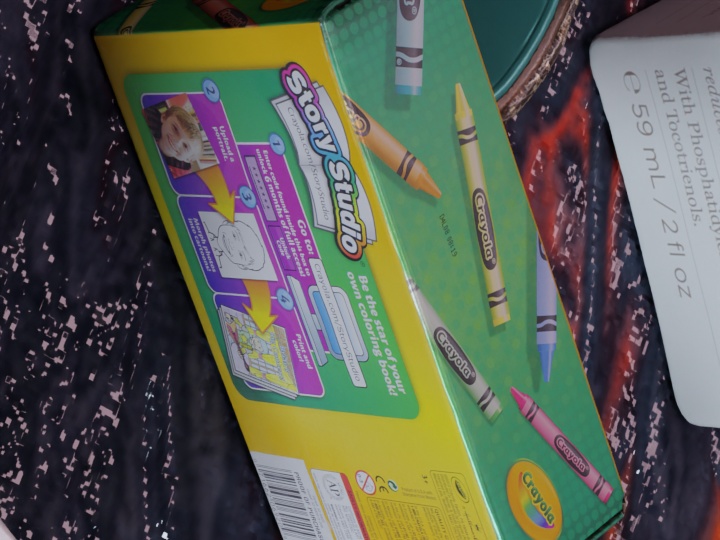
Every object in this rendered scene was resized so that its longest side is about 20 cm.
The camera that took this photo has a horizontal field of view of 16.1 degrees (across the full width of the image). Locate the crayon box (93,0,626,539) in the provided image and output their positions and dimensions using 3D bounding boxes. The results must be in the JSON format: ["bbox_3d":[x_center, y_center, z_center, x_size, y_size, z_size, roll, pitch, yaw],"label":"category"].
[{"bbox_3d":[0.000,0.000,0.823,0.058,0.118,0.201,-33,113,-35],"label":"crayon box"}]

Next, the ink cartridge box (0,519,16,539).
[{"bbox_3d":[-0.137,0.161,0.729,0.160,0.047,0.200,-44,118,-18],"label":"ink cartridge box"}]

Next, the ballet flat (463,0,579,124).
[{"bbox_3d":[0.051,-0.132,0.863,0.075,0.067,0.202,44,51,-71],"label":"ballet flat"}]

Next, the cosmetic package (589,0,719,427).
[{"bbox_3d":[0.226,-0.042,0.966,0.166,0.199,0.168,-28,109,-37],"label":"cosmetic package"}]
